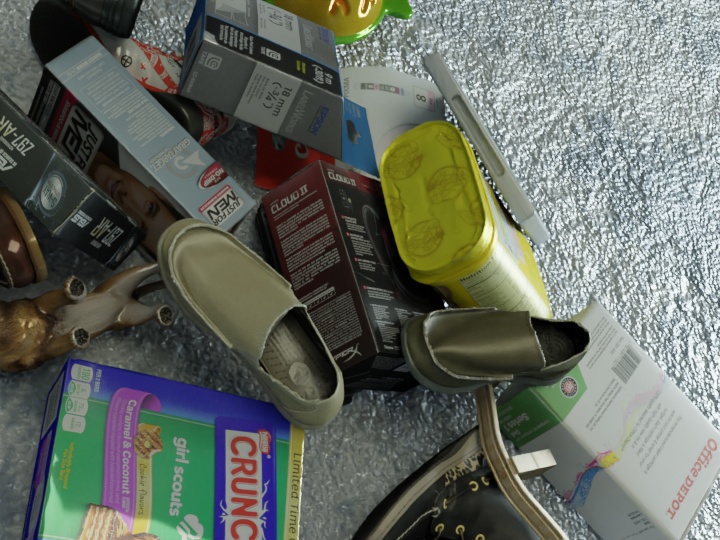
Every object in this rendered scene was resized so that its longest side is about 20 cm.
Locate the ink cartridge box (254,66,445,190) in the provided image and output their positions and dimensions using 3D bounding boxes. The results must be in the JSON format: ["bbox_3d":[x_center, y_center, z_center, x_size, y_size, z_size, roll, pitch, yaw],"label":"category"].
[{"bbox_3d":[-0.004,-0.138,1.107,0.197,0.057,0.165,16,58,-28],"label":"ink cartridge box"}]

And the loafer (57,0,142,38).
[{"bbox_3d":[-0.228,-0.270,0.993,0.071,0.074,0.201,17,20,-13],"label":"loafer"}]

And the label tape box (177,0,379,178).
[{"bbox_3d":[-0.063,-0.180,1.005,0.197,0.064,0.145,20,31,-19],"label":"label tape box"}]

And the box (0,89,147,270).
[{"bbox_3d":[-0.265,-0.094,0.849,0.200,0.160,0.044,44,85,7],"label":"box"}]

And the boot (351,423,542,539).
[{"bbox_3d":[0.092,0.236,0.943,0.199,0.073,0.151,-30,81,-46],"label":"boot"}]

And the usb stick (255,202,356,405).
[{"bbox_3d":[-0.051,0.028,0.999,0.055,0.033,0.203,-7,68,-25],"label":"usb stick"}]

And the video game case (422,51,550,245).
[{"bbox_3d":[0.132,-0.117,1.108,0.184,0.022,0.200,61,9,11],"label":"video game case"}]

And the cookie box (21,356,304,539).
[{"bbox_3d":[-0.147,0.177,0.834,0.197,0.075,0.174,16,56,-23],"label":"cookie box"}]

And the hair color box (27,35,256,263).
[{"bbox_3d":[-0.192,-0.089,0.938,0.200,0.099,0.061,45,51,-1],"label":"hair color box"}]

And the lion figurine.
[{"bbox_3d":[-0.221,0.035,0.867,0.198,0.121,0.074,-6,81,-49],"label":"lion figurine"}]

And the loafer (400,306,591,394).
[{"bbox_3d":[0.120,0.059,0.940,0.198,0.070,0.076,1,64,-37],"label":"loafer"}]

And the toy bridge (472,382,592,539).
[{"bbox_3d":[0.143,0.174,0.961,0.067,0.027,0.202,2,56,-48],"label":"toy bridge"}]

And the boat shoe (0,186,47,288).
[{"bbox_3d":[-0.292,-0.030,0.817,0.070,0.199,0.071,-22,118,-26],"label":"boat shoe"}]

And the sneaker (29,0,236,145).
[{"bbox_3d":[-0.205,-0.184,1.011,0.200,0.068,0.108,37,28,12],"label":"sneaker"}]

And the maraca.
[{"bbox_3d":[-0.024,-0.302,1.146,0.198,0.107,0.139,-21,83,-36],"label":"maraca"}]

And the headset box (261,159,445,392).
[{"bbox_3d":[0.000,0.000,0.982,0.148,0.074,0.203,12,55,-56],"label":"headset box"}]

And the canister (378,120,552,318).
[{"bbox_3d":[0.103,-0.022,1.013,0.200,0.086,0.150,45,26,-52],"label":"canister"}]

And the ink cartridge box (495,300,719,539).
[{"bbox_3d":[0.244,0.156,1.064,0.200,0.084,0.145,47,52,1],"label":"ink cartridge box"}]

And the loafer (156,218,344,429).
[{"bbox_3d":[-0.077,0.035,0.851,0.200,0.068,0.076,47,65,-5],"label":"loafer"}]
